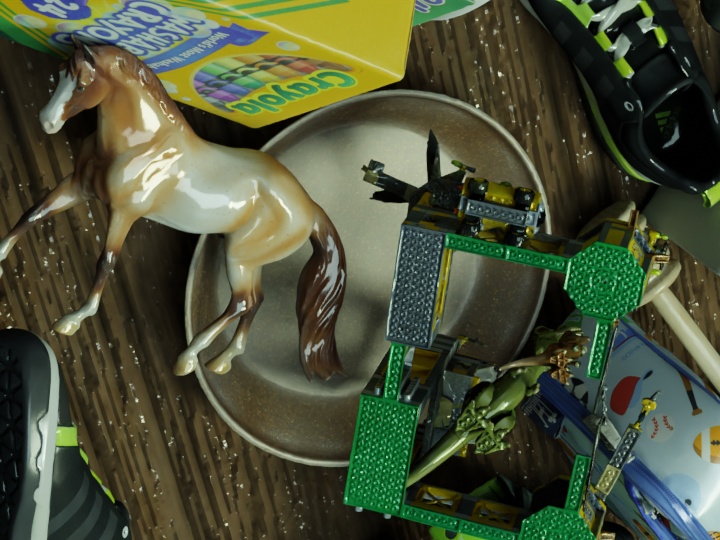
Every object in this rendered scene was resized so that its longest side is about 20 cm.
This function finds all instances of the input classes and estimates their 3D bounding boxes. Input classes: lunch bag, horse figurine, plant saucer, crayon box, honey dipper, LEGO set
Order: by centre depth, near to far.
[{"bbox_3d":[-0.066,-0.116,1.100,0.199,0.125,0.052,18,73,-31],"label":"crayon box"},{"bbox_3d":[-0.079,-0.020,1.148,0.199,0.050,0.133,23,106,-28],"label":"horse figurine"},{"bbox_3d":[0.071,0.038,1.195,0.153,0.116,0.201,5,109,12],"label":"LEGO set"},{"bbox_3d":[0.000,0.000,1.244,0.199,0.037,0.202,-11,117,-22],"label":"plant saucer"},{"bbox_3d":[0.167,0.108,1.288,0.076,0.160,0.200,-43,137,-1],"label":"lunch bag"},{"bbox_3d":[0.185,0.051,1.316,0.038,0.038,0.200,-38,102,-6],"label":"honey dipper"}]

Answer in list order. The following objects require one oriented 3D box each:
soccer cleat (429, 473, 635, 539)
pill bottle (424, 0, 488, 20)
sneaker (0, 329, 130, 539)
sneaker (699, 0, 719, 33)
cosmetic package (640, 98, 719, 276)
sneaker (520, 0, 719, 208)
[{"bbox_3d":[0.093,0.143,1.304,0.067,0.081,0.200,-35,169,17],"label":"soccer cleat"},{"bbox_3d":[-0.004,-0.205,1.103,0.112,0.112,0.200,-46,123,0],"label":"pill bottle"},{"bbox_3d":[-0.153,0.114,1.206,0.083,0.071,0.201,-22,125,-44],"label":"sneaker"},{"bbox_3d":[0.189,-0.218,1.224,0.090,0.066,0.201,10,104,-27],"label":"sneaker"},{"bbox_3d":[0.252,-0.074,1.304,0.103,0.087,0.200,33,95,-35],"label":"cosmetic package"},{"bbox_3d":[0.137,-0.116,1.230,0.072,0.083,0.200,-38,123,-7],"label":"sneaker"}]
